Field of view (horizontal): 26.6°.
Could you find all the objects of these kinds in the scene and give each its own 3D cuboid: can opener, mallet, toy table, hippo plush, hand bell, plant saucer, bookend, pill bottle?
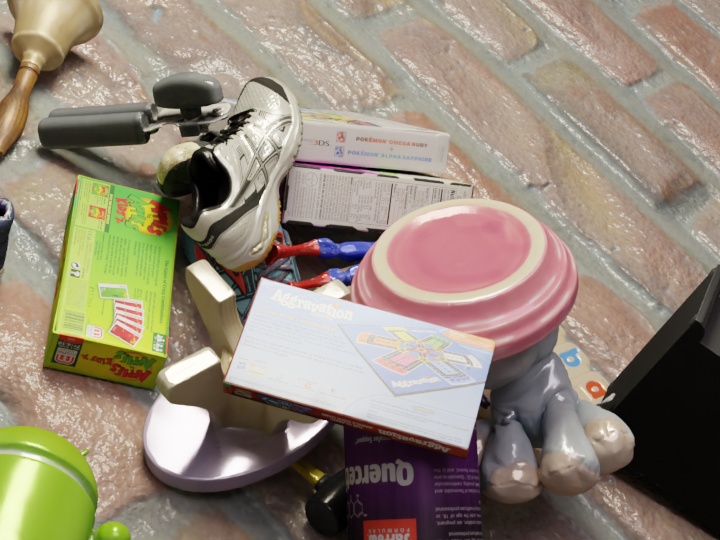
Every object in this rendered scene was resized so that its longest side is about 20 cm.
[{"bbox_3d":[-0.218,-0.153,1.476,0.198,0.067,0.053,-6,22,17],"label":"can opener"},{"bbox_3d":[-0.080,0.157,1.325,0.199,0.041,0.066,32,44,12],"label":"mallet"},{"bbox_3d":[-0.092,0.090,1.284,0.183,0.118,0.200,35,54,22],"label":"toy table"},{"bbox_3d":[0.160,0.094,1.344,0.158,0.162,0.200,8,30,40],"label":"hippo plush"},{"bbox_3d":[-0.334,-0.194,1.520,0.103,0.104,0.201,19,54,-8],"label":"hand bell"},{"bbox_3d":[0.087,0.000,1.312,0.198,0.051,0.201,-7,36,5],"label":"plant saucer"},{"bbox_3d":[0.349,0.135,1.427,0.198,0.201,0.092,34,42,2],"label":"bookend"},{"bbox_3d":[0.043,0.184,1.255,0.111,0.112,0.202,3,78,-25],"label":"pill bottle"}]

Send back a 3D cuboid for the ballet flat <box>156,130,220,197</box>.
[{"bbox_3d":[-0.162,-0.106,1.465,0.057,0.066,0.200,61,7,0],"label":"ballet flat"}]

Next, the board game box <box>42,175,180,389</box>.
[{"bbox_3d":[-0.223,0.008,1.386,0.101,0.048,0.201,14,43,-15],"label":"board game box"}]

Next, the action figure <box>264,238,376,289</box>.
[{"bbox_3d":[0.000,0.000,1.425,0.198,0.099,0.066,-10,71,-28],"label":"action figure"}]

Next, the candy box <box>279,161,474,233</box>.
[{"bbox_3d":[-0.005,-0.075,1.520,0.198,0.062,0.136,6,7,-23],"label":"candy box"}]

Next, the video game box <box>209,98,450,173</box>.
[{"bbox_3d":[-0.035,-0.138,1.546,0.181,0.047,0.200,6,8,-28],"label":"video game box"}]

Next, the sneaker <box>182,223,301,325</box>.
[{"bbox_3d":[-0.098,0.001,1.420,0.079,0.096,0.200,-20,60,-39],"label":"sneaker"}]

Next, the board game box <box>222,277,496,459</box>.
[{"bbox_3d":[0.000,0.076,1.209,0.198,0.020,0.104,15,58,6],"label":"board game box"}]

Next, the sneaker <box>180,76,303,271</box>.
[{"bbox_3d":[-0.109,-0.103,1.370,0.087,0.075,0.202,32,51,-36],"label":"sneaker"}]

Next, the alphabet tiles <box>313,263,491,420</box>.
[{"bbox_3d":[0.043,0.072,1.443,0.167,0.008,0.200,-19,62,-47],"label":"alphabet tiles"}]

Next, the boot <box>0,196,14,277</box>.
[{"bbox_3d":[-0.401,-0.044,1.315,0.198,0.091,0.073,9,45,-19],"label":"boot"}]

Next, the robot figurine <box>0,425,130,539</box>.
[{"bbox_3d":[-0.260,0.200,1.124,0.174,0.116,0.201,15,43,-6],"label":"robot figurine"}]

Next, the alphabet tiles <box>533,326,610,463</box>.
[{"bbox_3d":[0.152,0.112,1.499,0.195,0.015,0.200,-18,58,-37],"label":"alphabet tiles"}]
